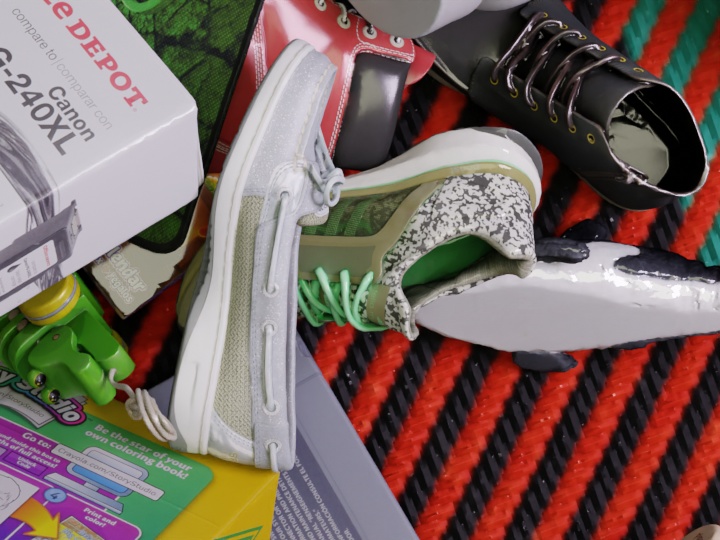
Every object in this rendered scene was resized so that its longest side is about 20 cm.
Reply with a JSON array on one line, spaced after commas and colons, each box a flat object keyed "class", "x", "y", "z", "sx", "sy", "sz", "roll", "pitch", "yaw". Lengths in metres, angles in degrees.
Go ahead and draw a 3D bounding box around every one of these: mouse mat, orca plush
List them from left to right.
[{"class": "mouse mat", "x": -0.124, "y": -0.125, "z": 1.095, "sx": 0.161, "sy": 0.008, "sz": 0.200, "roll": 24, "pitch": 104, "yaw": 20}, {"class": "orca plush", "x": 0.125, "y": -0.007, "z": 1.172, "sx": 0.200, "sy": 0.105, "sz": 0.071, "roll": -10, "pitch": 50, "yaw": 18}]

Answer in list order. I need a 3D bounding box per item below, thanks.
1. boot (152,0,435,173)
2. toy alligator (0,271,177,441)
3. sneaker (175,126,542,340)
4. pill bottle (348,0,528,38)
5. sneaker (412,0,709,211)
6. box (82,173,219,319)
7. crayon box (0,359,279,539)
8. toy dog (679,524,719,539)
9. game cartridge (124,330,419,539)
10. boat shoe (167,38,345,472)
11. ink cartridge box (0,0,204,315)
[{"class": "boot", "x": -0.035, "y": -0.148, "z": 1.128, "sx": 0.144, "sy": 0.072, "sz": 0.200, "roll": -1, "pitch": 94, "yaw": -10}, {"class": "toy alligator", "x": -0.146, "y": 0.038, "z": 1.099, "sx": 0.054, "sy": 0.200, "sz": 0.059, "roll": -36, "pitch": 128, "yaw": -3}, {"class": "sneaker", "x": 0.000, "y": 0.000, "z": 1.112, "sx": 0.200, "sy": 0.089, "sz": 0.077, "roll": -24, "pitch": 131, "yaw": 12}, {"class": "pill bottle", "x": 0.082, "y": -0.193, "z": 1.115, "sx": 0.200, "sy": 0.110, "sz": 0.110, "roll": -30, "pitch": 93, "yaw": -30}, {"class": "sneaker", "x": 0.095, "y": -0.108, "z": 1.152, "sx": 0.200, "sy": 0.106, "sz": 0.075, "roll": 36, "pitch": 87, "yaw": -4}, {"class": "box", "x": -0.128, "y": -0.094, "z": 1.166, "sx": 0.137, "sy": 0.039, "sz": 0.200, "roll": -38, "pitch": 93, "yaw": -5}, {"class": "crayon box", "x": -0.167, "y": 0.120, "z": 1.068, "sx": 0.200, "sy": 0.173, "sz": 0.058, "roll": 22, "pitch": 125, "yaw": 19}, {"class": "toy dog", "x": 0.147, "y": 0.208, "z": 1.178, "sx": 0.200, "sy": 0.096, "sz": 0.132, "roll": -21, "pitch": 95, "yaw": 10}, {"class": "game cartridge", "x": -0.046, "y": 0.136, "z": 1.140, "sx": 0.133, "sy": 0.041, "sz": 0.200, "roll": -28, "pitch": 66, "yaw": -8}, {"class": "boat shoe", "x": -0.040, "y": -0.007, "z": 1.071, "sx": 0.065, "sy": 0.074, "sz": 0.202, "roll": 14, "pitch": 93, "yaw": 2}, {"class": "ink cartridge box", "x": -0.190, "y": -0.055, "z": 1.013, "sx": 0.200, "sy": 0.083, "sz": 0.145, "roll": -33, "pitch": 68, "yaw": -20}]
